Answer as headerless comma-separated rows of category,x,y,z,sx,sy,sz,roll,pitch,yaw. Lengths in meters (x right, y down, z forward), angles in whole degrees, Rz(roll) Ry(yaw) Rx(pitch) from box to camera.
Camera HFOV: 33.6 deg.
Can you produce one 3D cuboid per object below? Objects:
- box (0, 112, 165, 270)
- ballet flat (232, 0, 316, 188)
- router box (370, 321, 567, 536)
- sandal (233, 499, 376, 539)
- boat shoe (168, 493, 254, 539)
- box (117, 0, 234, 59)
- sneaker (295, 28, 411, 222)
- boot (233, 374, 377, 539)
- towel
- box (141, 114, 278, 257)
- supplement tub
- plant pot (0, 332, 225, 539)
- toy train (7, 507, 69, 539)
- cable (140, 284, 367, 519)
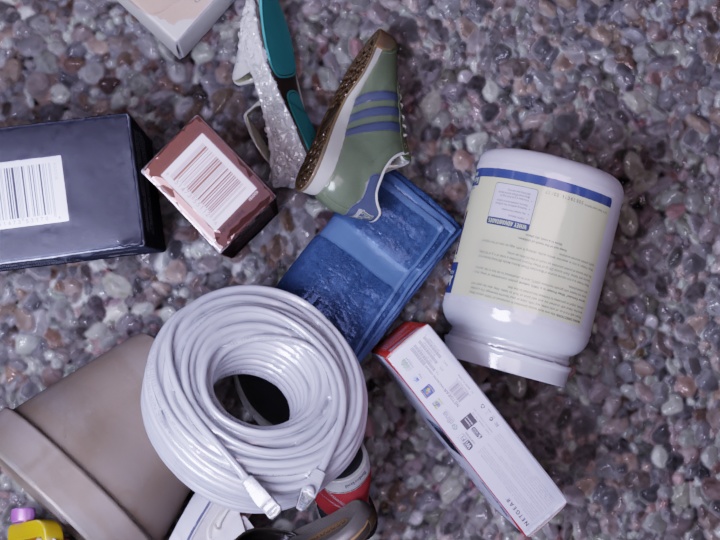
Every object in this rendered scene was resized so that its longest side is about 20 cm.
box,-0.287,-0.063,1.078,0.194,0.200,0.119,-7,90,-5
ballet flat,-0.091,-0.173,1.165,0.071,0.072,0.202,-17,89,-4
router box,0.095,0.140,1.111,0.049,0.179,0.201,-39,91,-5
sandal,-0.080,0.248,1.038,0.199,0.082,0.055,-30,103,0
boat shoe,-0.130,0.242,1.109,0.069,0.071,0.201,25,48,6
box,-0.218,-0.310,1.150,0.200,0.078,0.095,41,86,-2
sneaker,0.011,-0.133,1.152,0.089,0.067,0.202,33,59,-17
boot,-0.054,0.168,1.156,0.072,0.145,0.200,-31,53,-16
towel,0.000,0.000,1.157,0.111,0.049,0.201,39,76,-1
box,-0.133,-0.071,1.089,0.075,0.200,0.100,-45,91,-1
supplement tub,0.160,-0.002,1.136,0.143,0.145,0.202,15,88,-3
plant pot,-0.222,0.158,1.098,0.200,0.200,0.174,42,70,-2
toy train,-0.291,0.305,1.099,0.055,0.199,0.152,14,93,-48
cable,-0.090,0.109,1.036,0.199,0.069,0.200,37,49,9
